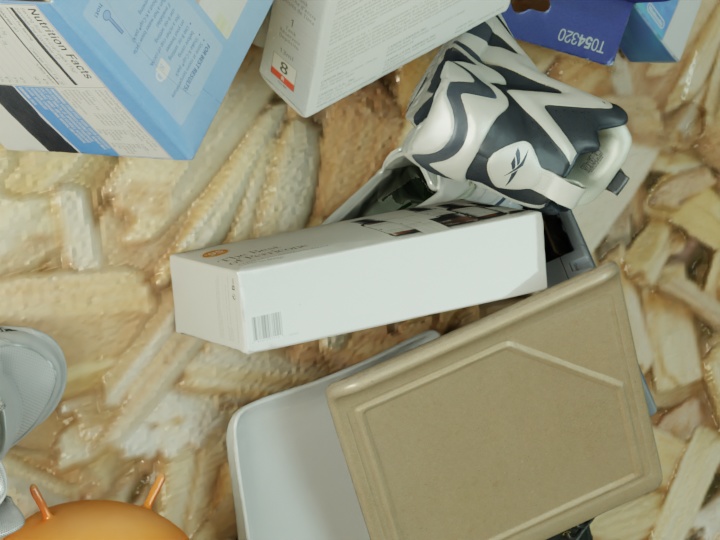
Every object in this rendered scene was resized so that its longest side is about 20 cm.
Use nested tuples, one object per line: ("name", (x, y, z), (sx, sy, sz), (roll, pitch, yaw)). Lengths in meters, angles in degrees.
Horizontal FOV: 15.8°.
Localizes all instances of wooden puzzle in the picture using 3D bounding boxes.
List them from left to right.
("wooden puzzle", (0.080, 0.095, 1.526), (0.185, 0.037, 0.200), (-23, 132, -9))

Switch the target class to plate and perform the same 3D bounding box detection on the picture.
("plate", (-0.014, 0.152, 1.551), (0.199, 0.032, 0.201), (-21, 111, -50))

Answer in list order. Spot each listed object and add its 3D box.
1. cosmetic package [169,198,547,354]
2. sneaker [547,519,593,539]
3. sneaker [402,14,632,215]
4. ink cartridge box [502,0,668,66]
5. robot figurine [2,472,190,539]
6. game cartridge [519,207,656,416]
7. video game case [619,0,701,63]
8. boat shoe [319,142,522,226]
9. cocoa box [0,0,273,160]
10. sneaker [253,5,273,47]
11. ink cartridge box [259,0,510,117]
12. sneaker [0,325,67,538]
("cosmetic package", (0.000, 0.000, 1.457), (0.199, 0.082, 0.051), (-12, 101, -31))
("sneaker", (0.133, 0.161, 1.681), (0.075, 0.106, 0.200), (-56, 134, -32))
("sneaker", (0.099, -0.089, 1.532), (0.080, 0.129, 0.199), (-60, -174, 16))
("ink cartridge box", (0.135, -0.236, 1.618), (0.196, 0.043, 0.201), (10, 100, -40))
("robot figurine", (-0.138, 0.205, 1.329), (0.117, 0.143, 0.201), (-29, 121, -80))
("game cartridge", (0.133, 0.004, 1.627), (0.200, 0.041, 0.133), (-107, 175, -54))
("video game case", (0.184, -0.269, 1.742), (0.200, 0.045, 0.182), (44, 59, -45))
("boat shoe", (0.043, -0.046, 1.563), (0.200, 0.073, 0.067), (-48, 133, -36))
("cocoa box", (-0.122, -0.172, 1.287), (0.133, 0.131, 0.200), (49, 57, -43))
("sneaker", (0.003, -0.204, 1.486), (0.200, 0.082, 0.074), (-58, 134, -30))
("ink cartridge box", (0.027, -0.191, 1.407), (0.162, 0.050, 0.200), (-31, 150, -30))
("sneaker", (-0.189, 0.082, 1.247), (0.200, 0.115, 0.075), (-25, 115, -48))
